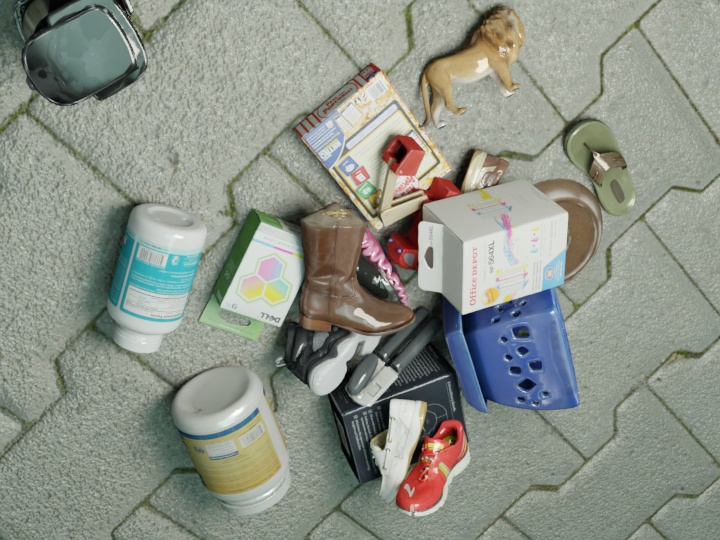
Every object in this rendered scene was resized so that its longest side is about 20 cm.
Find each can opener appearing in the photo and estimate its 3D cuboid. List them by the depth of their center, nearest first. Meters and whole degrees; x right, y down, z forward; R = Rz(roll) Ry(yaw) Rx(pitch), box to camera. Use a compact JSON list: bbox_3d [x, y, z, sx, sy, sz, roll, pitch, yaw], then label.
[{"bbox_3d":[0.053,0.131,1.702,0.200,0.053,0.067,-45,161,-21],"label":"can opener"}]

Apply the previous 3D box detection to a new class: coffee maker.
[{"bbox_3d":[-0.328,-0.304,1.313,0.135,0.200,0.192,34,100,-31],"label":"coffee maker"}]

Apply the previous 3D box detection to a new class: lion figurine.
[{"bbox_3d":[0.156,-0.295,1.570,0.199,0.072,0.123,-24,87,0],"label":"lion figurine"}]

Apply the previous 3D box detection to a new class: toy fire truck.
[{"bbox_3d":[0.074,-0.094,1.596,0.141,0.049,0.200,8,120,-34],"label":"toy fire truck"}]

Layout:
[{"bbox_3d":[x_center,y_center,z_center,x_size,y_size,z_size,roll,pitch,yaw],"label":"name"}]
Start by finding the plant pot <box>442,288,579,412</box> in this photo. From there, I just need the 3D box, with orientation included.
[{"bbox_3d":[0.232,0.099,1.709,0.179,0.200,0.200,-13,122,11],"label":"plant pot"}]

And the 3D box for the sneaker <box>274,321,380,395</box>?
[{"bbox_3d":[-0.048,0.102,1.686,0.200,0.114,0.076,-45,147,-36],"label":"sneaker"}]

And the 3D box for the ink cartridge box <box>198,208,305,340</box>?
[{"bbox_3d":[-0.152,0.019,1.615,0.104,0.059,0.200,20,106,-27],"label":"ink cartridge box"}]

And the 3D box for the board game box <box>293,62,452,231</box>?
[{"bbox_3d":[0.021,-0.179,1.592,0.151,0.046,0.200,-39,121,1],"label":"board game box"}]

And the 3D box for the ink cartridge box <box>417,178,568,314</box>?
[{"bbox_3d":[0.184,-0.033,1.580,0.199,0.125,0.129,-17,125,-20],"label":"ink cartridge box"}]

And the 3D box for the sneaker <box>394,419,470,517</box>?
[{"bbox_3d":[0.107,0.301,1.675,0.077,0.200,0.085,7,121,26],"label":"sneaker"}]

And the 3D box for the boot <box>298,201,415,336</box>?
[{"bbox_3d":[0.000,-0.003,1.586,0.186,0.064,0.201,-1,120,-11],"label":"boot"}]

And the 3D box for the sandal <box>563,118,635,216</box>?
[{"bbox_3d":[0.398,-0.164,1.731,0.080,0.057,0.201,-40,121,2],"label":"sandal"}]

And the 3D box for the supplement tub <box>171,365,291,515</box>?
[{"bbox_3d":[-0.194,0.264,1.669,0.144,0.145,0.200,-23,120,-9],"label":"supplement tub"}]

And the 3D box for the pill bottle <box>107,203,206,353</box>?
[{"bbox_3d":[-0.294,0.014,1.532,0.110,0.111,0.201,11,111,-24],"label":"pill bottle"}]

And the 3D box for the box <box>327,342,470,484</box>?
[{"bbox_3d":[0.060,0.232,1.770,0.199,0.107,0.149,-19,120,-10],"label":"box"}]

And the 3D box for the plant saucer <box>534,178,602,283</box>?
[{"bbox_3d":[0.316,-0.052,1.772,0.200,0.032,0.201,-8,116,-17],"label":"plant saucer"}]

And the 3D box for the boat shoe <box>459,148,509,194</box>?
[{"bbox_3d":[0.177,-0.082,1.662,0.072,0.072,0.201,19,95,3],"label":"boat shoe"}]

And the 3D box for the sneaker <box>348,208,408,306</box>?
[{"bbox_3d":[0.000,0.000,1.658,0.095,0.079,0.200,-33,120,6],"label":"sneaker"}]

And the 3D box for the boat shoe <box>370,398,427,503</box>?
[{"bbox_3d":[0.049,0.278,1.694,0.069,0.071,0.201,16,120,2],"label":"boat shoe"}]
